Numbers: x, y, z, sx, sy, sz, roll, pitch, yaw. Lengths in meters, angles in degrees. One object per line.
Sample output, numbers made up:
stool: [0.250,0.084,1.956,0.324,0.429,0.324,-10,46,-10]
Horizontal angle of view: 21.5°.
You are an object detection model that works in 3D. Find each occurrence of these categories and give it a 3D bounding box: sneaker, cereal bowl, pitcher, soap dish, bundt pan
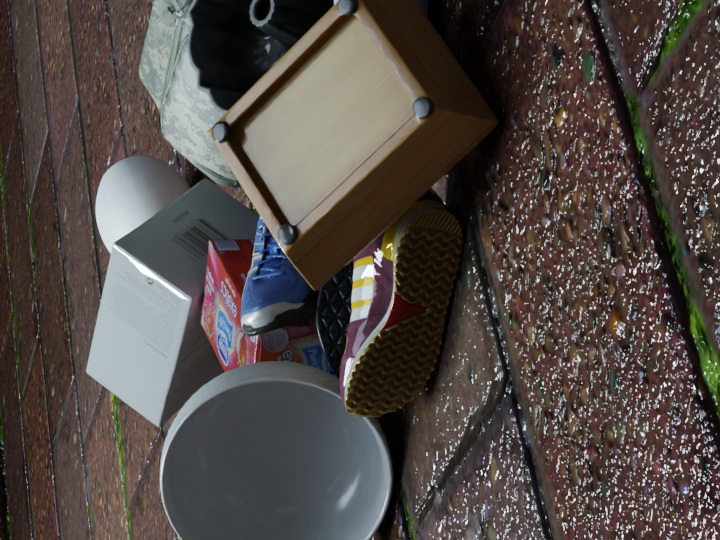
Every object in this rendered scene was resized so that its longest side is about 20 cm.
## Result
sneaker: [0.000,0.000,1.645,0.083,0.071,0.201,26,-123,-73]
sneaker: [-0.073,0.210,1.741,0.200,0.077,0.111,48,180,1]
cereal bowl: [-0.073,0.162,1.629,0.083,0.199,0.201,-102,19,-65]
pitcher: [-0.239,-0.022,2.259,0.172,0.121,0.200,91,157,-54]
soap dish: [-0.013,-0.108,1.450,0.200,0.081,0.158,-42,64,20]
bundt pan: [-0.063,-0.227,1.706,0.201,0.076,0.203,-9,77,42]
sneaker: [0.025,0.021,1.529,0.201,0.075,0.090,-70,27,24]
sneaker: [-0.071,-0.010,1.674,0.200,0.075,0.077,-71,-40,-60]

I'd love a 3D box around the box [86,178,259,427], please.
box: [-0.186,0.034,1.976,0.106,0.152,0.200,35,134,16]

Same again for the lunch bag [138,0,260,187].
lunch bag: [-0.126,-0.200,1.896,0.168,0.139,0.200,60,149,26]

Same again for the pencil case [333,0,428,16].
pencil case: [0.018,-0.195,1.536,0.091,0.083,0.201,167,104,-74]

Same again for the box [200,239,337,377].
box: [-0.079,0.051,1.784,0.200,0.099,0.096,-126,39,-60]
